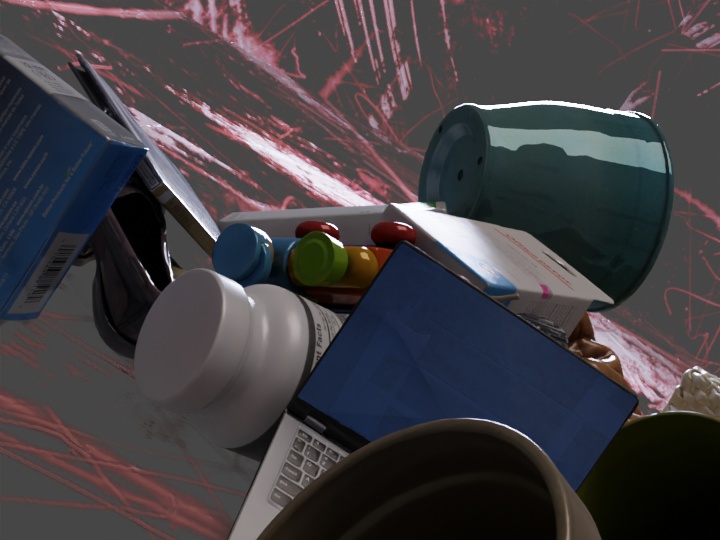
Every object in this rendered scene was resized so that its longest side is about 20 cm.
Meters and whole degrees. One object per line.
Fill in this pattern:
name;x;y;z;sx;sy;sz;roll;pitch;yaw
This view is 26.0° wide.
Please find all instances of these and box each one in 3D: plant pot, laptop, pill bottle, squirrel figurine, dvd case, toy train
plant pot;0.281;0.245;1.282;0.200;0.187;0.187;46;-1;-44
laptop;0.047;0.124;0.936;0.187;0.116;0.200;33;41;-8
plant pot;0.053;0.197;0.712;0.174;0.200;0.200;47;3;-29
pill bottle;-0.049;0.078;1.072;0.200;0.116;0.116;27;12;-36
squirrel figurine;0.229;0.160;1.422;0.187;0.141;0.200;36;-16;52
dvd case;-0.155;-0.073;1.250;0.149;0.016;0.200;55;1;30
plant pot;0.165;-0.076;1.494;0.187;0.201;0.200;13;19;-25
toy train;0.000;0.000;1.107;0.199;0.085;0.116;2;-10;35

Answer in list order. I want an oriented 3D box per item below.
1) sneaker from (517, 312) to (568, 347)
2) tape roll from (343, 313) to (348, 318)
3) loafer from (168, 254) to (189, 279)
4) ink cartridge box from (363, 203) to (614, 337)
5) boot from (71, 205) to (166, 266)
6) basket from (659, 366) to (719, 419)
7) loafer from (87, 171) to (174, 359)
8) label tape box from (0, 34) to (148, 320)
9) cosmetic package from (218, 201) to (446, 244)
sneaker;0.088;0.110;1.085;0.070;0.082;0.200;26;37;19
tape roll;0.093;0.059;1.540;0.202;0.139;0.203;32;8;-5
loafer;-0.117;0.031;1.197;0.200;0.068;0.076;43;12;35
ink cartridge box;0.101;0.014;1.232;0.115;0.068;0.200;41;20;33
boot;-0.217;-0.048;1.229;0.074;0.076;0.200;40;12;17
basket;0.370;0.233;1.508;0.160;0.199;0.200;25;14;-28
loafer;-0.166;-0.028;1.148;0.072;0.063;0.201;18;41;-36
label tape box;-0.262;-0.082;1.036;0.200;0.144;0.066;38;11;16
cosmetic package;-0.021;-0.013;1.387;0.199;0.085;0.108;-2;6;1
